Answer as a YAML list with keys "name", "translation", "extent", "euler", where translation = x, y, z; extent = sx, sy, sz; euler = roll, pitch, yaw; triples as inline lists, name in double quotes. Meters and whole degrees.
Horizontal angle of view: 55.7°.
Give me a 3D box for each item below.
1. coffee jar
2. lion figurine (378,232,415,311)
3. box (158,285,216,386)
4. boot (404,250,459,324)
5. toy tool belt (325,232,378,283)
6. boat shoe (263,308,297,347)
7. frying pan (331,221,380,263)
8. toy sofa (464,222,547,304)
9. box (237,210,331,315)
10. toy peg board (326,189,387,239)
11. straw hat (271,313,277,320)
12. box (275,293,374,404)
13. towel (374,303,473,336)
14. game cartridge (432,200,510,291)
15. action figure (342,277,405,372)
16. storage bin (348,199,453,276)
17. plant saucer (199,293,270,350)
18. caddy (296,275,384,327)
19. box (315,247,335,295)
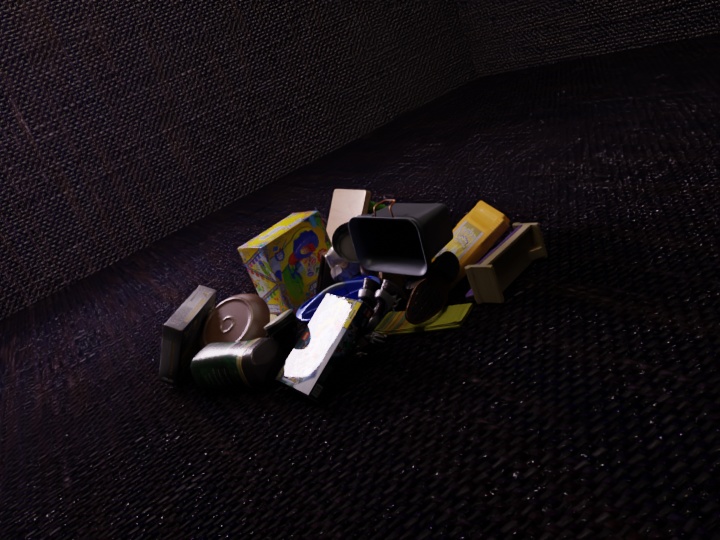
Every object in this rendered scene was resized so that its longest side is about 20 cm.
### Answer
- name: "coffee jar"
  translation: [-0.257, 0.197, 1.436]
  extent: [0.197, 0.086, 0.104]
  euler: [-9, 22, 36]
- name: "lion figurine"
  translation: [0.082, -0.005, 1.527]
  extent: [0.071, 0.124, 0.201]
  euler: [-13, 22, 24]
- name: "box"
  translation: [-0.410, 0.152, 1.625]
  extent: [0.048, 0.161, 0.201]
  euler: [16, 27, 5]
- name: "boot"
  translation: [0.130, 0.051, 1.403]
  extent: [0.200, 0.075, 0.097]
  euler: [-50, 8, -37]
- name: "toy tool belt"
  translation: [0.000, 0.000, 1.623]
  extent: [0.125, 0.123, 0.200]
  euler: [-49, -22, 0]
- name: "boat shoe"
  translation: [-0.164, 0.132, 1.457]
  extent: [0.074, 0.067, 0.199]
  euler: [-32, -3, -17]
- name: "frying pan"
  translation: [0.013, -0.085, 1.549]
  extent: [0.114, 0.031, 0.190]
  euler: [35, 60, 16]
- name: "toy sofa"
  translation: [0.287, -0.018, 1.387]
  extent: [0.097, 0.084, 0.199]
  euler: [0, 30, 48]
- name: "box"
  translation: [-0.174, -0.020, 1.753]
  extent: [0.199, 0.195, 0.121]
  euler: [-37, 23, -34]
- name: "toy peg board"
  translation: [-0.010, -0.115, 1.897]
  extent: [0.096, 0.203, 0.199]
  euler: [11, 2, -28]
- name: "straw hat"
  translation: [-0.310, 0.125, 1.687]
  extent: [0.198, 0.086, 0.202]
  euler: [-21, 19, 7]
- name: "box"
  translation: [-0.069, 0.144, 1.306]
  extent: [0.136, 0.038, 0.202]
  euler: [8, 63, 57]
- name: "towel"
  translation: [0.124, 0.097, 1.372]
  extent: [0.197, 0.018, 0.086]
  euler: [-10, 24, 34]
- name: "game cartridge"
  translation: [0.234, -0.061, 1.522]
  extent: [0.201, 0.032, 0.176]
  euler: [-49, 18, 6]
- name: "action figure"
  translation: [0.010, 0.112, 1.340]
  extent: [0.129, 0.069, 0.202]
  euler: [-2, 53, 50]
- name: "storage bin"
  translation: [0.091, -0.089, 1.438]
  extent: [0.198, 0.148, 0.134]
  euler: [5, 30, 44]
- name: "plant saucer"
  translation: [-0.302, 0.134, 1.587]
  extent: [0.197, 0.037, 0.203]
  euler: [-16, 52, 21]
- name: "caddy"
  translation: [-0.041, 0.078, 1.470]
  extent: [0.197, 0.106, 0.142]
  euler: [-24, 18, -2]
- name: "box"
  translation: [-0.028, -0.032, 1.710]
  extent: [0.199, 0.165, 0.021]
  euler: [-35, 63, -31]
